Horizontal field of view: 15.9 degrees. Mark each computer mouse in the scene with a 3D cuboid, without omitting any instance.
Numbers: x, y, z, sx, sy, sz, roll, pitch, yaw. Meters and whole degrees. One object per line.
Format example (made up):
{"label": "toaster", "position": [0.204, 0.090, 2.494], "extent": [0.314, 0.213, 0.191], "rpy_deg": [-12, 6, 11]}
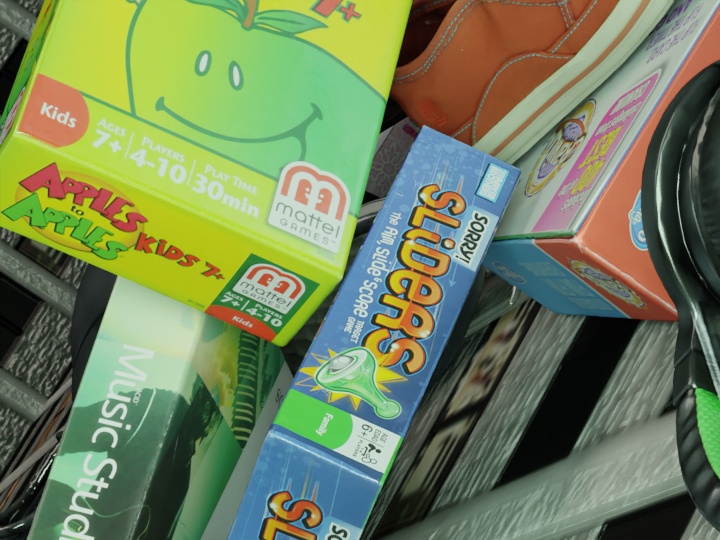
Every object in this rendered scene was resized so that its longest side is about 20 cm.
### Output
{"label": "computer mouse", "position": [-0.105, 0.046, 0.999], "extent": [0.141, 0.046, 0.200], "rpy_deg": [-67, 9, -25]}

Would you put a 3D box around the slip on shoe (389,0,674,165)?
{"label": "slip on shoe", "position": [0.062, -0.097, 0.752], "extent": [0.200, 0.061, 0.074], "rpy_deg": [-46, 11, 51]}

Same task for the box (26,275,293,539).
{"label": "box", "position": [-0.071, 0.102, 0.811], "extent": [0.144, 0.036, 0.201], "rpy_deg": [69, -146, -68]}

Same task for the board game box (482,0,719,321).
{"label": "board game box", "position": [0.112, -0.080, 0.754], "extent": [0.201, 0.040, 0.153], "rpy_deg": [-57, 7, -4]}

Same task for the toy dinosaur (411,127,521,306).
{"label": "toy dinosaur", "position": [0.057, -0.069, 0.922], "extent": [0.102, 0.077, 0.200], "rpy_deg": [-41, 13, 5]}

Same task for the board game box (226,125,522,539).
{"label": "board game box", "position": [-0.015, 0.073, 0.765], "extent": [0.136, 0.034, 0.201], "rpy_deg": [-64, -3, -46]}

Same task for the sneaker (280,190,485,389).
{"label": "sneaker", "position": [-0.002, -0.001, 1.004], "extent": [0.202, 0.077, 0.147], "rpy_deg": [-50, 12, 46]}

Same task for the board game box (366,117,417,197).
{"label": "board game box", "position": [-0.015, -0.005, 1.236], "extent": [0.200, 0.043, 0.200], "rpy_deg": [-59, 8, -13]}

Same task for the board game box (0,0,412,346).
{"label": "board game box", "position": [-0.038, -0.087, 0.776], "extent": [0.048, 0.101, 0.201], "rpy_deg": [-49, 22, 53]}

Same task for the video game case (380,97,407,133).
{"label": "video game case", "position": [0.026, -0.092, 1.011], "extent": [0.199, 0.026, 0.181], "rpy_deg": [-32, -5, -11]}

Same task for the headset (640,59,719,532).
{"label": "headset", "position": [0.094, -0.039, 0.494], "extent": [0.124, 0.094, 0.201], "rpy_deg": [-48, 23, 45]}
